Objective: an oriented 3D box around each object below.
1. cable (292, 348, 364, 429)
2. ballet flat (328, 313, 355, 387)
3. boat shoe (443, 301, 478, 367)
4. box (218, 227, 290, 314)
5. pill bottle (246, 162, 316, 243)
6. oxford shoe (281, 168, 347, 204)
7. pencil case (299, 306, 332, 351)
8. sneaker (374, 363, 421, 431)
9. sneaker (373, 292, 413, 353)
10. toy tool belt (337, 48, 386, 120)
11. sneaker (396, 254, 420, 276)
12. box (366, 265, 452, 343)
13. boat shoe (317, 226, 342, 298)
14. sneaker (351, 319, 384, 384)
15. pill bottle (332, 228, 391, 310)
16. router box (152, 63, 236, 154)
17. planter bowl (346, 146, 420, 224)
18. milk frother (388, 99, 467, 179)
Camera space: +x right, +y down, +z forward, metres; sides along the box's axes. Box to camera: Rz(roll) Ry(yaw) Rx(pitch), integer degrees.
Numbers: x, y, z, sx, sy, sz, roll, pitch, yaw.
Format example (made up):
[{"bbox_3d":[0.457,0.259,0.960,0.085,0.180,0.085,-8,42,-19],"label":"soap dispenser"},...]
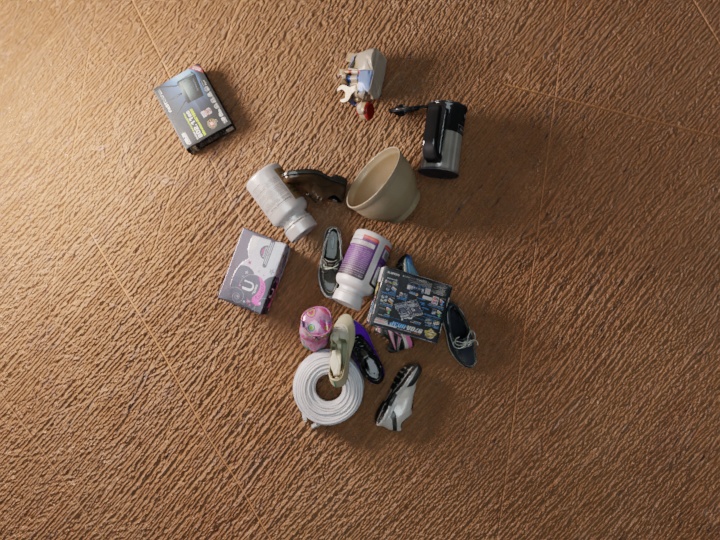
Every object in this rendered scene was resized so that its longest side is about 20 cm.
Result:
[{"bbox_3d":[-0.089,0.320,1.500,0.197,0.069,0.203,-19,88,-1],"label":"cable"},{"bbox_3d":[-0.054,0.205,1.445,0.068,0.070,0.203,3,68,0],"label":"ballet flat"},{"bbox_3d":[0.277,0.180,1.505,0.074,0.062,0.203,-19,97,-11],"label":"boat shoe"},{"bbox_3d":[-0.285,0.004,1.489,0.130,0.115,0.203,20,88,1],"label":"box"},{"bbox_3d":[-0.211,-0.182,1.498,0.114,0.114,0.201,-36,89,-2],"label":"pill bottle"},{"bbox_3d":[-0.122,-0.225,1.481,0.198,0.072,0.086,8,83,-32],"label":"oxford shoe"},{"bbox_3d":[-0.119,0.157,1.442,0.086,0.200,0.089,2,72,-7],"label":"pencil case"},{"bbox_3d":[0.118,0.350,1.510,0.079,0.074,0.202,30,92,-14],"label":"sneaker"},{"bbox_3d":[0.070,0.137,1.506,0.085,0.080,0.202,-26,86,3],"label":"sneaker"},{"bbox_3d":[-0.005,-0.517,1.526,0.121,0.124,0.203,8,84,31],"label":"toy tool belt"},{"bbox_3d":[0.160,0.049,1.522,0.089,0.078,0.203,-20,95,-15],"label":"sneaker"},{"bbox_3d":[0.130,0.091,1.450,0.197,0.046,0.161,16,88,-11],"label":"box"},{"bbox_3d":[-0.085,-0.023,1.513,0.071,0.071,0.204,-1,88,-1],"label":"boat shoe"},{"bbox_3d":[0.009,0.219,1.488,0.069,0.100,0.202,-31,85,-2],"label":"sneaker"},{"bbox_3d":[0.000,0.000,1.481,0.110,0.111,0.202,24,79,0],"label":"pill bottle"},{"bbox_3d":[-0.464,-0.452,1.532,0.149,0.062,0.202,-30,88,0],"label":"router box"},{"bbox_3d":[0.076,-0.211,1.477,0.134,0.200,0.201,39,88,-26],"label":"planter bowl"},{"bbox_3d":[0.177,-0.366,1.513,0.198,0.179,0.191,6,86,43],"label":"milk frother"}]
